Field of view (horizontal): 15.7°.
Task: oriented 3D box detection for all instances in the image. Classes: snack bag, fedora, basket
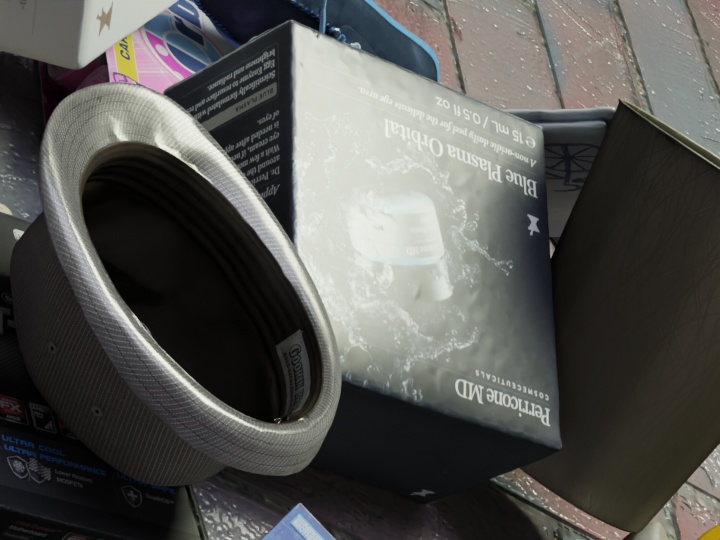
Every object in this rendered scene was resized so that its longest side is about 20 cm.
[{"bbox_3d":[0.093,-0.057,1.585,0.200,0.187,0.022,39,53,-61],"label":"snack bag"},{"bbox_3d":[-0.100,0.021,1.214,0.200,0.090,0.177,53,29,0],"label":"fedora"},{"bbox_3d":[0.166,0.035,1.467,0.180,0.201,0.136,29,9,-18],"label":"basket"}]

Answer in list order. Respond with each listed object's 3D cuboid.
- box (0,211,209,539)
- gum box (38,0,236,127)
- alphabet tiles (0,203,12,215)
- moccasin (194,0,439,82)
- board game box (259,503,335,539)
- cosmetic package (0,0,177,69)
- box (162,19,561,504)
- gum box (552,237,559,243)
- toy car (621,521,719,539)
[{"bbox_3d":[-0.179,0.050,1.217,0.199,0.050,0.199,20,38,-39],"label":"box"},{"bbox_3d":[-0.125,-0.112,1.530,0.113,0.066,0.201,28,29,-29],"label":"gum box"},{"bbox_3d":[-0.216,0.016,1.275,0.199,0.015,0.196,26,33,-29],"label":"alphabet tiles"},{"bbox_3d":[-0.019,-0.128,1.538,0.199,0.080,0.069,24,61,-38],"label":"moccasin"},{"bbox_3d":[-0.017,0.189,1.104,0.135,0.200,0.034,46,61,5],"label":"board game box"},{"bbox_3d":[-0.201,-0.228,1.411,0.199,0.169,0.166,16,23,12],"label":"cosmetic package"},{"bbox_3d":[0.000,0.000,1.411,0.196,0.117,0.201,19,59,-39],"label":"box"},{"bbox_3d":[0.244,0.029,1.854,0.199,0.045,0.170,9,42,-47],"label":"gum box"},{"bbox_3d":[0.226,0.223,1.449,0.200,0.174,0.151,-65,144,-68],"label":"toy car"}]
